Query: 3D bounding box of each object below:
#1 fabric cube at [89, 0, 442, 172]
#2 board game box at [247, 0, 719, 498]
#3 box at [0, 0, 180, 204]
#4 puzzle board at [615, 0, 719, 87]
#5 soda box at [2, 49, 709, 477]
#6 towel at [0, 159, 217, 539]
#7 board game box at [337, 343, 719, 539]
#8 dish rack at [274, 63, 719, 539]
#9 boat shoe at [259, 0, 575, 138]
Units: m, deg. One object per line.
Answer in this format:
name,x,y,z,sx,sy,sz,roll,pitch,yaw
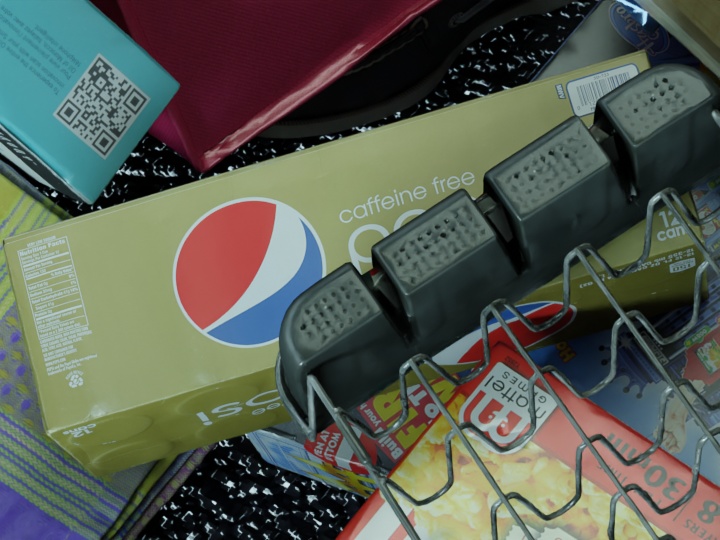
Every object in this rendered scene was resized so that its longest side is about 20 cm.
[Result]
fabric cube,-0.062,-0.190,1.033,0.200,0.196,0.199,-35,37,-18
board game box,0.075,0.035,0.942,0.200,0.062,0.200,-36,71,-3
box,-0.143,-0.082,0.997,0.049,0.082,0.200,-53,32,-8
puzzle board,0.131,-0.082,0.956,0.151,0.017,0.200,43,24,-7
soda box,0.000,0.000,0.896,0.200,0.068,0.064,-16,73,3
towel,-0.140,0.056,0.923,0.144,0.023,0.200,39,64,3
board game box,0.040,0.141,0.830,0.151,0.046,0.200,33,68,18
dish rack,0.080,0.052,0.800,0.153,0.055,0.200,-33,69,-2
boat shoe,0.025,-0.115,1.104,0.200,0.063,0.073,-28,54,-24
